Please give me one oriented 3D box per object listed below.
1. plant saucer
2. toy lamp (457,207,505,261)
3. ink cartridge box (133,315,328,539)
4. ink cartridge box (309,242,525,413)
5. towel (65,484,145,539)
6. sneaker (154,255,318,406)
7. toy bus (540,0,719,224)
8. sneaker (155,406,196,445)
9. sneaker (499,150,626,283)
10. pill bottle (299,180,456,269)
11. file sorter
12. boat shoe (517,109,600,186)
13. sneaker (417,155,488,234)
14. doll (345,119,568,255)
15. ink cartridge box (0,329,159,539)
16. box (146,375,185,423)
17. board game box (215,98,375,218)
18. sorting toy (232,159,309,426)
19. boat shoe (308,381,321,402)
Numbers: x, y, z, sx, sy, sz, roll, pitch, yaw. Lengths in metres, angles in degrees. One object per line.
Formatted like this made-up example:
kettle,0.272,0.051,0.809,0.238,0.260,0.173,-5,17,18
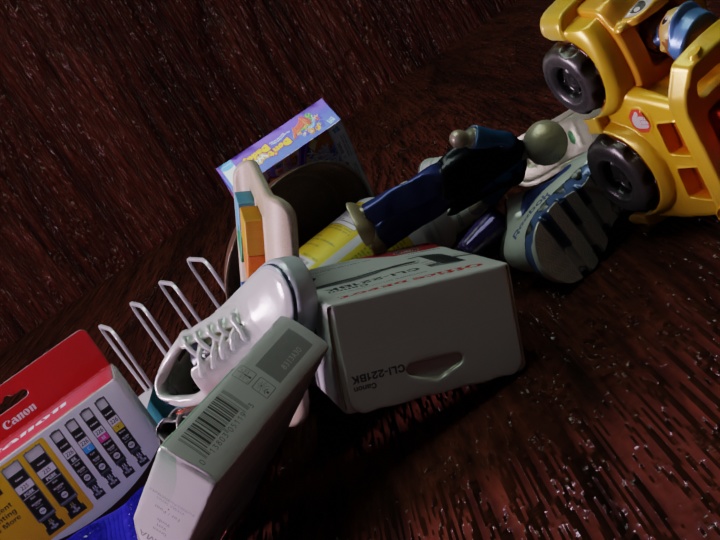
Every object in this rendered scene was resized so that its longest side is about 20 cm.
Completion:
plant saucer,-0.069,-0.024,1.180,0.200,0.202,0.037,-40,49,-23
toy lamp,0.179,-0.066,1.074,0.199,0.059,0.058,-34,12,-10
ink cartridge box,-0.104,0.148,0.802,0.161,0.050,0.201,-50,-9,-52
ink cartridge box,0.026,0.039,0.909,0.143,0.085,0.200,-13,9,-12
towel,-0.207,0.237,0.948,0.199,0.050,0.148,-36,12,-8
sneaker,-0.098,0.058,0.870,0.070,0.074,0.200,-16,-22,-38
toy bus,0.250,-0.134,0.841,0.135,0.201,0.192,-37,21,-13
sneaker,-0.131,0.133,0.977,0.200,0.081,0.078,-149,74,-86
sneaker,0.185,-0.064,0.993,0.199,0.081,0.115,-41,17,-23
pill bottle,0.000,0.000,1.151,0.200,0.113,0.112,-39,14,-23
file sorter,-0.244,0.091,1.411,0.199,0.125,0.139,-38,13,-15
boat shoe,0.244,-0.139,1.155,0.199,0.073,0.067,-18,-6,36
sneaker,0.112,-0.086,1.324,0.086,0.075,0.200,-18,23,13
doll,0.090,-0.077,1.007,0.198,0.049,0.137,-28,-28,5
ink cartridge box,-0.283,0.183,1.047,0.199,0.176,0.084,-37,13,-9
box,-0.163,0.120,1.126,0.082,0.049,0.200,-40,-6,-22
board game box,-0.055,-0.070,1.238,0.134,0.201,0.045,-34,50,-6
sorting toy,-0.085,0.013,0.966,0.036,0.187,0.200,-6,16,-13
boat shoe,-0.083,0.091,1.126,0.057,0.067,0.199,-49,23,-16
